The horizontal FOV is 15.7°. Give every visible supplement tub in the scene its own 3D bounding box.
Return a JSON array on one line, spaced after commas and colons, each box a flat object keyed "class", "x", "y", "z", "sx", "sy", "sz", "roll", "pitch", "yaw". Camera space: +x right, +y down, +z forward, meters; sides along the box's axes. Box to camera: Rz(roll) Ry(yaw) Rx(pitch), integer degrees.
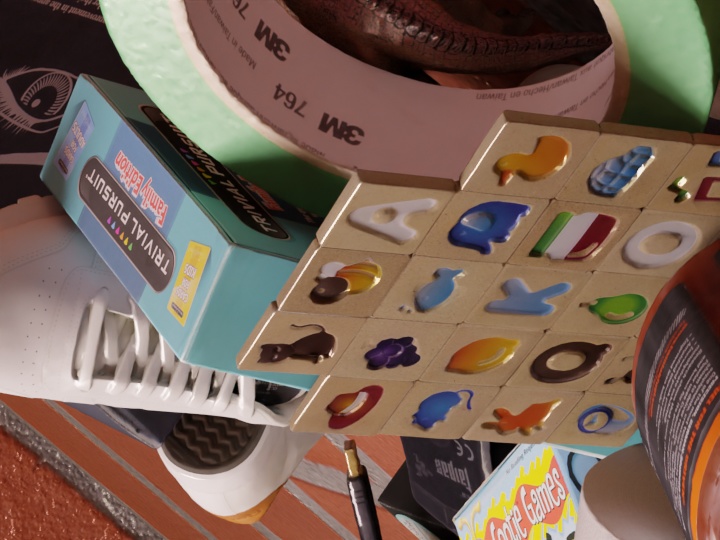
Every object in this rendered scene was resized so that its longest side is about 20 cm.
[{"class": "supplement tub", "x": 0.141, "y": 0.056, "z": 0.755, "sx": 0.107, "sy": 0.107, "sz": 0.200, "roll": 39, "pitch": -170, "yaw": -10}]

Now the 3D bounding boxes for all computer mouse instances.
[{"class": "computer mouse", "x": 0.037, "y": 0.077, "z": 1.146, "sx": 0.140, "sy": 0.046, "sz": 0.201, "roll": 17, "pitch": 130, "yaw": 52}]

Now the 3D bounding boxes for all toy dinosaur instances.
[{"class": "toy dinosaur", "x": -0.010, "y": -0.105, "z": 0.919, "sx": 0.200, "sy": 0.086, "sz": 0.136, "roll": 29, "pitch": 167, "yaw": 39}]

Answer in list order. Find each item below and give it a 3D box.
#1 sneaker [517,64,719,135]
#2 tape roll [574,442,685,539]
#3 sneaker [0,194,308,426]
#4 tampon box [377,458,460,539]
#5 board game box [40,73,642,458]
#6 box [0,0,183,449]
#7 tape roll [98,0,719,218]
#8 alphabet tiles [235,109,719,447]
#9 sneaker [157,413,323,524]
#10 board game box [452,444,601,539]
[{"class": "sneaker", "x": 0.088, "y": -0.023, "z": 0.960, "sx": 0.075, "sy": 0.085, "sz": 0.200, "roll": 41, "pitch": 166, "yaw": -17}, {"class": "tape roll", "x": 0.169, "y": 0.103, "z": 0.879, "sx": 0.201, "sy": 0.037, "sz": 0.203, "roll": 6, "pitch": -166, "yaw": -1}, {"class": "sneaker", "x": -0.073, "y": 0.022, "z": 0.978, "sx": 0.199, "sy": 0.077, "sz": 0.080, "roll": 2, "pitch": -158, "yaw": -37}, {"class": "tampon box", "x": 0.137, "y": 0.121, "z": 1.225, "sx": 0.150, "sy": 0.127, "sz": 0.200, "roll": 44, "pitch": 165, "yaw": -28}, {"class": "board game box", "x": 0.000, "y": 0.000, "z": 0.957, "sx": 0.199, "sy": 0.047, "sz": 0.151, "roll": 14, "pitch": -162, "yaw": -32}, {"class": "box", "x": -0.099, "y": -0.049, "z": 1.090, "sx": 0.148, "sy": 0.200, "sz": 0.104, "roll": 23, "pitch": 162, "yaw": 46}, {"class": "tape roll", "x": 0.016, "y": -0.089, "z": 0.817, "sx": 0.199, "sy": 0.048, "sz": 0.201, "roll": 12, "pitch": 143, "yaw": 9}, {"class": "alphabet tiles", "x": 0.068, "y": 0.008, "z": 0.852, "sx": 0.199, "sy": 0.006, "sz": 0.167, "roll": 5, "pitch": 142, "yaw": -26}, {"class": "sneaker", "x": -0.032, "y": 0.016, "z": 1.139, "sx": 0.072, "sy": 0.201, "sz": 0.085, "roll": 17, "pitch": 157, "yaw": 20}, {"class": "board game box", "x": 0.128, "y": 0.159, "z": 1.013, "sx": 0.103, "sy": 0.104, "sz": 0.201, "roll": -55, "pitch": 50, "yaw": 56}]
